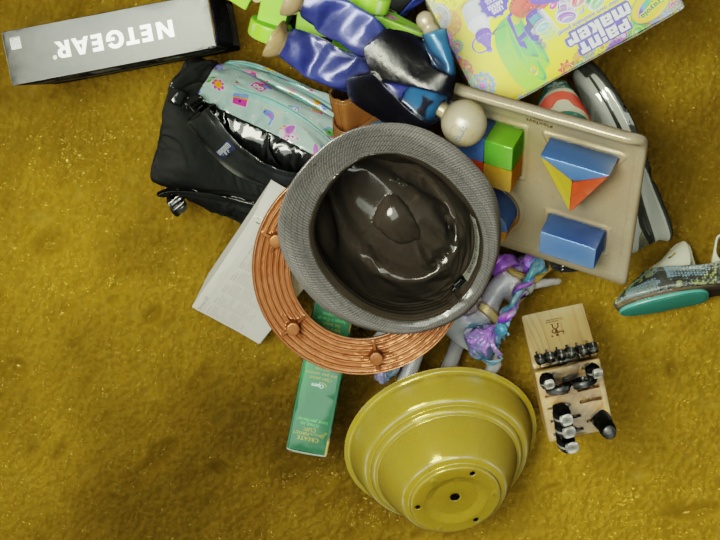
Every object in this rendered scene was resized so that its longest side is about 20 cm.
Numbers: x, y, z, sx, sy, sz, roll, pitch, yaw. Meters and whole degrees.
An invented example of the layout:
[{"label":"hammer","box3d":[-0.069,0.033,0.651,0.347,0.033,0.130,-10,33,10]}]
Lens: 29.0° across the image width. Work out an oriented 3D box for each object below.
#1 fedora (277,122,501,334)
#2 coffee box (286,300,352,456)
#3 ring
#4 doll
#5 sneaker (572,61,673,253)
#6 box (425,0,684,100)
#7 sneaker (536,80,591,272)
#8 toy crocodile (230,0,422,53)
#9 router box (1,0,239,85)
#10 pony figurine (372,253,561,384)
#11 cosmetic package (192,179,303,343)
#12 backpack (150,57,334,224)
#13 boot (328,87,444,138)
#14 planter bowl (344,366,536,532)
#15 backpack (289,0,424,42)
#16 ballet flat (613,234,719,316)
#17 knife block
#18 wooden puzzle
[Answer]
[{"label":"fedora","box3d":[0.024,-0.043,1.191,0.199,0.090,0.178,33,104,-18]},{"label":"coffee box","box3d":[-0.033,0.073,1.395,0.043,0.123,0.203,11,97,-2]},{"label":"ring","box3d":[0.000,0.000,1.259,0.197,0.019,0.203,0,104,-1]},{"label":"doll","box3d":[0.018,-0.163,1.180,0.198,0.049,0.137,28,116,3]},{"label":"sneaker","box3d":[0.223,-0.096,1.369,0.114,0.076,0.202,-23,109,6]},{"label":"box","box3d":[0.174,-0.244,1.302,0.198,0.193,0.123,-28,96,6]},{"label":"sneaker","box3d":[0.199,-0.090,1.321,0.069,0.094,0.201,-8,135,7]},{"label":"toy crocodile","box3d":[-0.033,-0.227,1.225,0.198,0.062,0.068,18,116,5]},{"label":"router box","box3d":[-0.225,-0.221,1.344,0.197,0.157,0.053,-10,98,4]},{"label":"pony figurine","box3d":[0.081,0.034,1.381,0.192,0.167,0.201,28,105,-21]},{"label":"cosmetic package","box3d":[-0.093,-0.005,1.354,0.082,0.200,0.051,28,56,-10]},{"label":"backpack","box3d":[-0.093,-0.117,1.354,0.198,0.168,0.128,21,54,0]},{"label":"boot","box3d":[0.038,-0.152,1.313,0.076,0.200,0.156,19,141,36]},{"label":"planter bowl","box3d":[0.087,0.198,1.379,0.197,0.084,0.202,-5,129,-6]},{"label":"backpack","box3d":[0.001,-0.311,1.310,0.200,0.168,0.163,-43,99,15]},{"label":"ballet flat","box3d":[0.349,0.000,1.400,0.197,0.074,0.075,-7,98,2]},{"label":"knife block","box3d":[0.203,0.131,1.328,0.063,0.177,0.201,-11,138,5]},{"label":"wooden puzzle","box3d":[0.154,-0.067,1.238,0.183,0.201,0.047,18,55,19]}]
